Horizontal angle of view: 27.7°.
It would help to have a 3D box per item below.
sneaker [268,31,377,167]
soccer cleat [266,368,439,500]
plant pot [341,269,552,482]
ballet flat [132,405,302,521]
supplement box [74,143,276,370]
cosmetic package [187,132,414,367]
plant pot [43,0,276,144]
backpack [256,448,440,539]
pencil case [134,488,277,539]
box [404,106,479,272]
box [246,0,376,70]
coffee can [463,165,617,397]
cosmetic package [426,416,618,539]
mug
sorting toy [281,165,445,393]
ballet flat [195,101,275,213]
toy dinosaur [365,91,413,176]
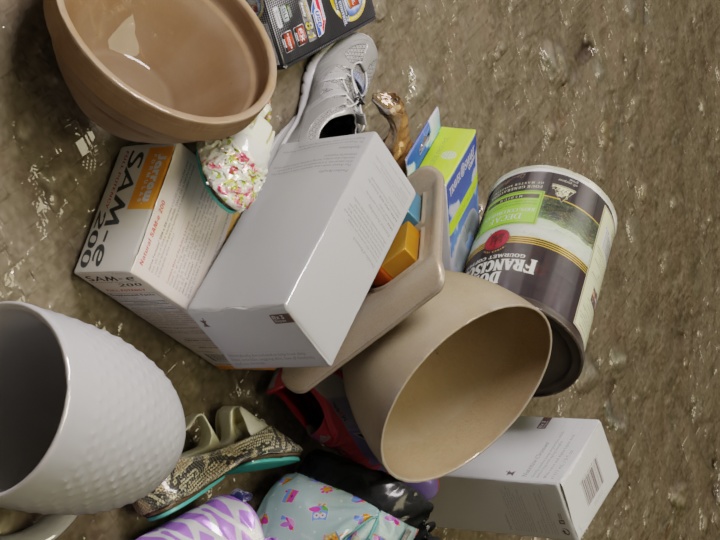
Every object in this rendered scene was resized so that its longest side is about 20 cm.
[{"bbox_3d":[-0.019,-0.152,1.433,0.075,0.082,0.201,48,53,-40],"label":"sneaker"},{"bbox_3d":[-0.008,0.159,1.408,0.200,0.067,0.076,47,43,-4],"label":"soccer cleat"},{"bbox_3d":[0.058,0.076,1.351,0.200,0.134,0.201,-28,141,-25],"label":"plant pot"},{"bbox_3d":[-0.130,0.161,1.308,0.200,0.068,0.076,-15,85,-49],"label":"ballet flat"},{"bbox_3d":[-0.142,-0.008,1.281,0.200,0.073,0.127,40,58,-44],"label":"supplement box"},{"bbox_3d":[-0.047,-0.018,1.241,0.081,0.112,0.200,52,51,-36],"label":"cosmetic package"},{"bbox_3d":[-0.175,-0.172,1.196,0.200,0.093,0.201,22,45,-24],"label":"plant pot"},{"bbox_3d":[-0.040,0.274,1.358,0.127,0.167,0.201,41,72,-34],"label":"backpack"},{"bbox_3d":[-0.162,0.263,1.242,0.200,0.085,0.084,-25,129,-47],"label":"pencil case"},{"bbox_3d":[0.090,-0.056,1.540,0.122,0.047,0.201,-60,151,-51],"label":"box"},{"bbox_3d":[-0.069,-0.311,1.403,0.160,0.044,0.201,-36,117,-46],"label":"box"},{"bbox_3d":[0.179,0.010,1.523,0.147,0.146,0.200,57,39,-34],"label":"coffee can"},{"bbox_3d":[0.159,0.218,1.560,0.113,0.199,0.081,-47,126,-44],"label":"cosmetic package"},{"bbox_3d":[-0.236,0.136,1.123,0.200,0.148,0.175,-56,146,5],"label":"mug"},{"bbox_3d":[0.000,0.000,1.329,0.036,0.185,0.200,43,23,-22],"label":"sorting toy"},{"bbox_3d":[-0.105,-0.119,1.262,0.076,0.064,0.200,42,16,-25],"label":"ballet flat"},{"bbox_3d":[0.040,-0.097,1.512,0.106,0.060,0.200,-40,146,-16],"label":"toy dinosaur"}]
